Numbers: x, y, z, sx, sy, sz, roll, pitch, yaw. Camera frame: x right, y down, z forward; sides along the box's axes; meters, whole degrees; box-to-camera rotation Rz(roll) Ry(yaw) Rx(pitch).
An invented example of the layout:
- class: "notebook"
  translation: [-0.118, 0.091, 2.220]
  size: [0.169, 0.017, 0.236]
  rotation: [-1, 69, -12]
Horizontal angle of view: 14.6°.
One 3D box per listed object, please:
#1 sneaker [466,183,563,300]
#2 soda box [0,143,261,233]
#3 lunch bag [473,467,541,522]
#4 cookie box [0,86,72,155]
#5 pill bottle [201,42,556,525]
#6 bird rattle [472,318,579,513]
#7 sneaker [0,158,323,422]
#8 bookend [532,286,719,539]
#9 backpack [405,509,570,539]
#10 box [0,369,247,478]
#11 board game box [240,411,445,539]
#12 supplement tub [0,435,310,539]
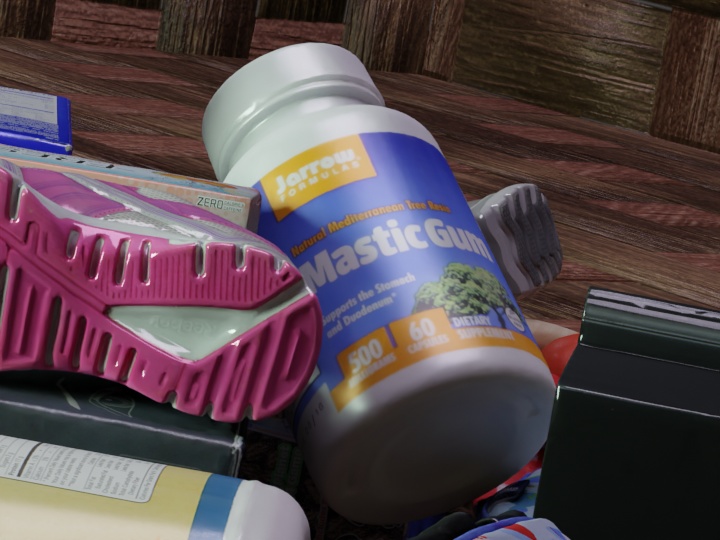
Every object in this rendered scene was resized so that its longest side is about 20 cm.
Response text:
- class: "sneaker"
  translation: [0.029, 0.007, 1.398]
  size: [0.082, 0.075, 0.200]
  rotation: [-19, -3, 29]
- class: "soda box"
  translation: [-0.143, -0.015, 1.156]
  size: [0.198, 0.069, 0.064]
  rotation: [9, 5, 1]
- class: "lunch bag"
  translation: [0.143, 0.144, 1.200]
  size: [0.199, 0.083, 0.161]
  rotation: [14, 7, 15]
- class: "cookie box"
  translation: [-0.197, -0.001, 1.430]
  size: [0.075, 0.172, 0.200]
  rotation: [12, 8, -8]
- class: "pill bottle"
  translation: [0.000, 0.000, 1.227]
  size: [0.111, 0.112, 0.201]
  rotation: [3, 48, -37]
- class: "bird rattle"
  translation: [0.115, 0.080, 1.378]
  size: [0.199, 0.113, 0.163]
  rotation: [6, 24, -31]
- class: "sneaker"
  translation: [-0.108, 0.004, 1.067]
  size: [0.199, 0.082, 0.088]
  rotation: [19, 7, 3]
- class: "bookend"
  translation: [0.090, 0.123, 0.884]
  size: [0.091, 0.202, 0.199]
  rotation: [11, 8, 8]
- class: "backpack"
  translation: [0.013, 0.154, 0.640]
  size: [0.153, 0.191, 0.200]
  rotation: [29, 13, 13]
- class: "box"
  translation: [-0.148, 0.085, 1.114]
  size: [0.198, 0.118, 0.197]
  rotation: [11, 8, -1]
- class: "board game box"
  translation: [-0.058, 0.072, 1.355]
  size: [0.198, 0.098, 0.159]
  rotation: [11, 9, 9]
- class: "supplement tub"
  translation: [-0.123, 0.120, 0.844]
  size: [0.198, 0.146, 0.145]
  rotation: [10, 9, 2]
